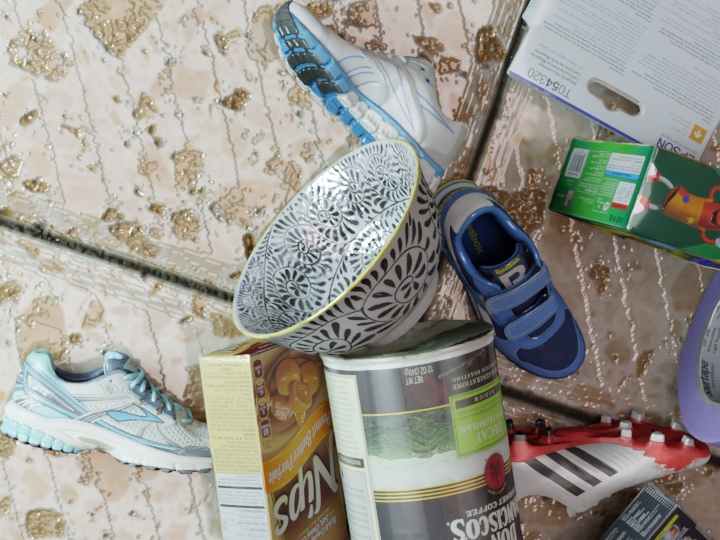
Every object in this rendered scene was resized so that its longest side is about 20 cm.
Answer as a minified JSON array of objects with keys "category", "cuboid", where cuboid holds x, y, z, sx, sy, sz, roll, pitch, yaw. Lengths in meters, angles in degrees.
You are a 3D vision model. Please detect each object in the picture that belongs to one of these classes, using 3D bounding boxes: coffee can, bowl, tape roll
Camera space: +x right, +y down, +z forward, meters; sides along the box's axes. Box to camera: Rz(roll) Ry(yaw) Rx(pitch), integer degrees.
[{"category":"coffee can","cuboid":[0.052,0.153,1.263,0.146,0.146,0.200,-10,97,-10]},{"category":"bowl","cuboid":[0.000,0.000,1.220,0.201,0.201,0.094,-49,116,-3]},{"category":"tape roll","cuboid":[0.357,0.065,1.286,0.085,0.200,0.200,21,91,-12]}]

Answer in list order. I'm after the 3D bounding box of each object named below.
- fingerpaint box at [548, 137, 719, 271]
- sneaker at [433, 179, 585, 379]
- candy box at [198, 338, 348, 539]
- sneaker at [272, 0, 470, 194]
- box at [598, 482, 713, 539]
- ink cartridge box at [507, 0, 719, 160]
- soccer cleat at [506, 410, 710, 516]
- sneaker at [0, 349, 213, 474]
[{"category":"fingerpaint box","cuboid":[0.269,-0.047,1.258,0.167,0.200,0.073,18,93,-13]},{"category":"sneaker","cuboid":[0.128,0.015,1.297,0.074,0.082,0.200,-39,103,-6]},{"category":"candy box","cuboid":[-0.069,0.156,1.254,0.055,0.115,0.200,-3,98,31]},{"category":"sneaker","cuboid":[0.012,-0.159,1.270,0.200,0.075,0.087,45,77,-18]},{"category":"box","cuboid":[0.242,0.308,1.341,0.200,0.044,0.160,-50,124,-3]},{"category":"ink cartridge box","cuboid":[0.247,-0.215,1.318,0.196,0.043,0.200,27,92,-14]},{"category":"soccer cleat","cuboid":[0.208,0.174,1.341,0.200,0.069,0.085,-1,107,-9]},{"category":"sneaker","cuboid":[-0.188,0.114,1.249,0.200,0.078,0.086,12,90,-12]}]
